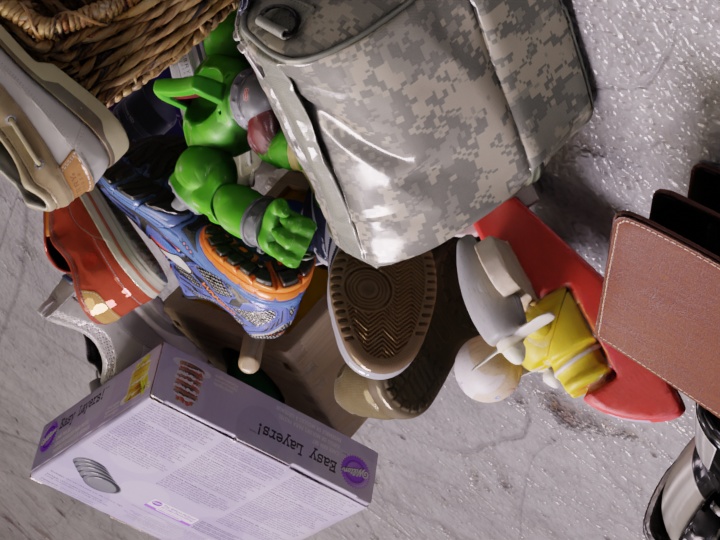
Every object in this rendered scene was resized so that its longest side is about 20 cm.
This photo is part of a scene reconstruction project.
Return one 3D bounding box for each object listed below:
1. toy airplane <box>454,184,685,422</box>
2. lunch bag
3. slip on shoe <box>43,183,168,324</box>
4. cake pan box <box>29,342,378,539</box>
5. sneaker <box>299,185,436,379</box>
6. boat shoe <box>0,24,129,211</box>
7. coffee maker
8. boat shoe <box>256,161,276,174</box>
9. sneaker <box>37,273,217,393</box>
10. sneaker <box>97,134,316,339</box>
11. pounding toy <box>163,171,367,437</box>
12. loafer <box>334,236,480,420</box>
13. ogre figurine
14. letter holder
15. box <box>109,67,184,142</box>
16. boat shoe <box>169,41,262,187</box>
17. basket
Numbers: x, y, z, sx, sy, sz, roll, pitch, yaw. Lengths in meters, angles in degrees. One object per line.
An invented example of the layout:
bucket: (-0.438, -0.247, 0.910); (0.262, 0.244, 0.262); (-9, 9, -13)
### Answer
toy airplane: (0.104, 0.018, 1.354); (0.200, 0.141, 0.199); (38, -176, -32)
lunch bag: (0.023, -0.118, 1.213); (0.139, 0.168, 0.200); (25, 152, 37)
slip on shoe: (-0.197, -0.032, 1.450); (0.074, 0.061, 0.200); (48, -177, -43)
cake pan box: (-0.111, 0.143, 1.513); (0.199, 0.053, 0.184); (28, 145, -22)
sneaker: (0.000, 0.000, 1.373); (0.070, 0.201, 0.109); (4, 147, -14)
boat shoe: (-0.236, -0.111, 1.263); (0.200, 0.068, 0.075); (34, 158, 18)
coffee maker: (0.289, 0.142, 1.323); (0.191, 0.135, 0.200); (15, 155, 5)
boat shoe: (-0.123, -0.092, 1.653); (0.201, 0.075, 0.086); (-5, 132, 49)
sneaker: (-0.162, 0.070, 1.532); (0.200, 0.082, 0.075); (54, 170, -24)
sneaker: (-0.112, -0.021, 1.397); (0.200, 0.075, 0.079); (41, 140, 33)
pounding toy: (-0.047, 0.027, 1.553); (0.184, 0.200, 0.143); (17, 147, 47)
loafer: (0.039, 0.032, 1.425); (0.067, 0.200, 0.076); (-13, 111, 36)
ogre figurine: (-0.061, -0.108, 1.330); (0.119, 0.098, 0.201); (4, 97, 36)
letter holder: (0.245, 0.021, 1.183); (0.200, 0.101, 0.142); (34, 155, 21)
box: (-0.201, -0.170, 1.536); (0.079, 0.141, 0.200); (7, 139, 55)
boat shoe: (-0.091, -0.099, 1.474); (0.200, 0.062, 0.072); (80, 178, -69)
basket: (-0.162, -0.215, 1.306); (0.142, 0.200, 0.149); (22, 150, 43)
